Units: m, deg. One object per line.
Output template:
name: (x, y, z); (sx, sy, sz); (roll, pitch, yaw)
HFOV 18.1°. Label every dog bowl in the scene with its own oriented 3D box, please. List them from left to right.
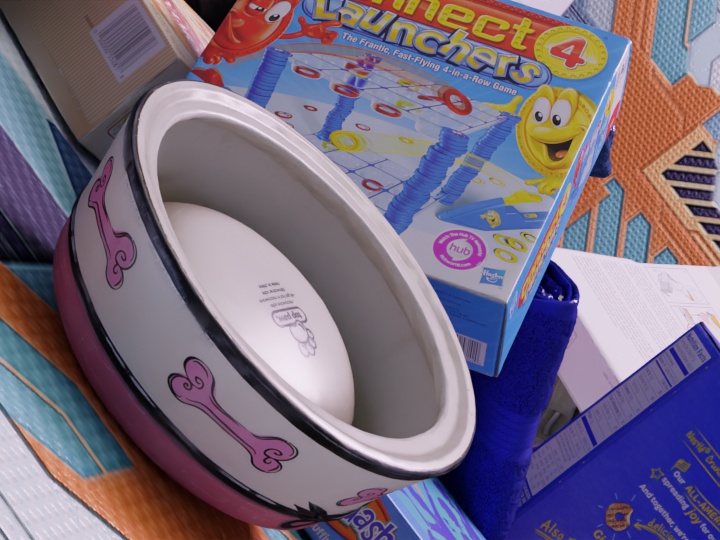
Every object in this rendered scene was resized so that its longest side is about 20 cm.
dog bowl: (-0.044, 0.021, 0.947); (0.200, 0.074, 0.201); (41, 25, -23)

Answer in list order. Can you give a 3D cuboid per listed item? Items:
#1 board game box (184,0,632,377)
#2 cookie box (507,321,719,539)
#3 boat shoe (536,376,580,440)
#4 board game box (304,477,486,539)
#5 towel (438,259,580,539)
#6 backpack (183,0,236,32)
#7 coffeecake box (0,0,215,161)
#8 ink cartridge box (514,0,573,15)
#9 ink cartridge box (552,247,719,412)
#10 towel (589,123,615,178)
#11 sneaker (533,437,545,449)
board game box: (0.011, -0.065, 1.128); (0.199, 0.196, 0.056); (19, -40, 11)
cookie box: (0.171, 0.159, 1.286); (0.171, 0.200, 0.075); (50, 7, -15)
boat shoe: (0.122, 0.104, 1.560); (0.062, 0.072, 0.200); (25, -15, 12)
board game box: (0.000, 0.103, 1.099); (0.200, 0.045, 0.152); (52, 7, 4)
towel: (0.054, 0.059, 1.204); (0.049, 0.201, 0.148); (4, 30, -17)
backpack: (-0.145, -0.233, 1.397); (0.200, 0.167, 0.126); (47, 11, 12)
coffeecake box: (-0.108, -0.098, 1.274); (0.154, 0.073, 0.200); (56, 8, 36)
ink cartridge box: (0.045, -0.161, 1.433); (0.043, 0.200, 0.198); (39, 2, 34)
ink cartridge box: (0.210, 0.073, 1.470); (0.175, 0.045, 0.201); (7, 40, -37)
towel: (0.044, -0.090, 1.249); (0.198, 0.049, 0.112); (10, 3, 5)
sneaker: (0.106, 0.163, 1.441); (0.200, 0.074, 0.101); (-149, -120, -69)
